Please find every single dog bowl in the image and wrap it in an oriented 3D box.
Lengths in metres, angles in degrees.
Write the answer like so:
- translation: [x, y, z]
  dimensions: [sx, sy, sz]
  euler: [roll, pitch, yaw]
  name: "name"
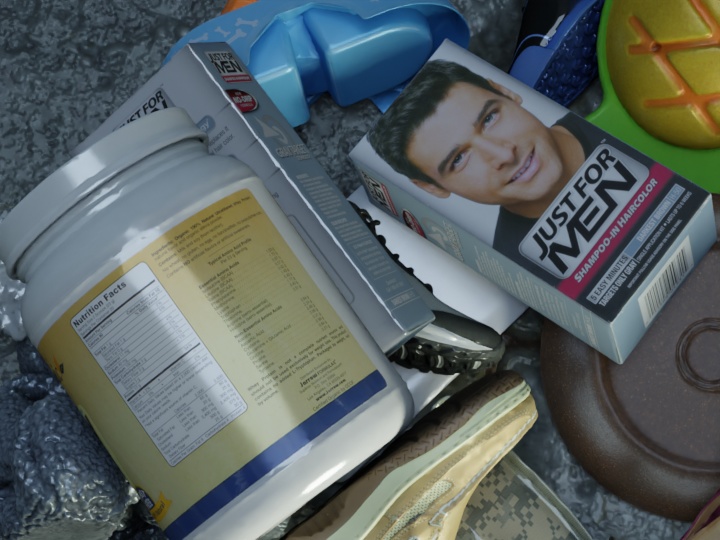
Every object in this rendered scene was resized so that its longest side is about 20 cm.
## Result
- translation: [-0.033, -0.129, 1.125]
  dimensions: [0.199, 0.112, 0.050]
  euler: [-22, 64, -3]
  name: "dog bowl"

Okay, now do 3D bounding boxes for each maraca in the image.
- translation: [0.207, -0.127, 1.118]
  dimensions: [0.136, 0.107, 0.201]
  euler: [22, 104, 2]
  name: "maraca"

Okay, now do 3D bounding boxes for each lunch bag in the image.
- translation: [0.086, 0.181, 1.017]
  dimensions: [0.118, 0.164, 0.200]
  euler: [-43, 78, -7]
  name: "lunch bag"

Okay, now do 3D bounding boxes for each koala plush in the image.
- translation: [-0.156, 0.068, 1.058]
  dimensions: [0.176, 0.183, 0.202]
  euler: [11, 65, -39]
  name: "koala plush"

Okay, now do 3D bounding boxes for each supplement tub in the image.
- translation: [-0.081, 0.033, 0.924]
  dimensions: [0.144, 0.144, 0.201]
  euler: [-35, 85, -6]
  name: "supplement tub"

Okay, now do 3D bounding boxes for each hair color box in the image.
- translation: [0.101, -0.044, 1.084]
  dimensions: [0.199, 0.061, 0.099]
  euler: [34, 76, 27]
  name: "hair color box"
- translation: [-0.061, -0.020, 1.027]
  dimensions: [0.099, 0.061, 0.200]
  euler: [-39, 85, 19]
  name: "hair color box"

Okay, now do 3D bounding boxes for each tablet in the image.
- translation: [0.015, 0.020, 1.135]
  dimensions: [0.200, 0.014, 0.130]
  euler: [-43, 79, -7]
  name: "tablet"

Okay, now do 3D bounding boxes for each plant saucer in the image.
- translation: [0.208, 0.051, 1.095]
  dimensions: [0.199, 0.037, 0.202]
  euler: [0, 86, 2]
  name: "plant saucer"

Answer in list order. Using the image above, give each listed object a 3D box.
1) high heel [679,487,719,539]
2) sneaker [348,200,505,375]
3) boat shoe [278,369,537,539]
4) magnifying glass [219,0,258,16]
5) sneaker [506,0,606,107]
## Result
- translation: [0.205, 0.151, 1.037]
  dimensions: [0.200, 0.096, 0.067]
  euler: [-53, 53, 7]
  name: "high heel"
- translation: [0.000, 0.000, 1.098]
  dimensions: [0.199, 0.074, 0.080]
  euler: [27, 74, 8]
  name: "sneaker"
- translation: [0.020, 0.135, 0.923]
  dimensions: [0.200, 0.072, 0.076]
  euler: [-40, 88, 6]
  name: "boat shoe"
- translation: [-0.047, -0.222, 1.190]
  dimensions: [0.079, 0.022, 0.201]
  euler: [26, 78, 7]
  name: "magnifying glass"
- translation: [0.138, -0.192, 1.157]
  dimensions: [0.078, 0.070, 0.201]
  euler: [31, 85, 30]
  name: "sneaker"
